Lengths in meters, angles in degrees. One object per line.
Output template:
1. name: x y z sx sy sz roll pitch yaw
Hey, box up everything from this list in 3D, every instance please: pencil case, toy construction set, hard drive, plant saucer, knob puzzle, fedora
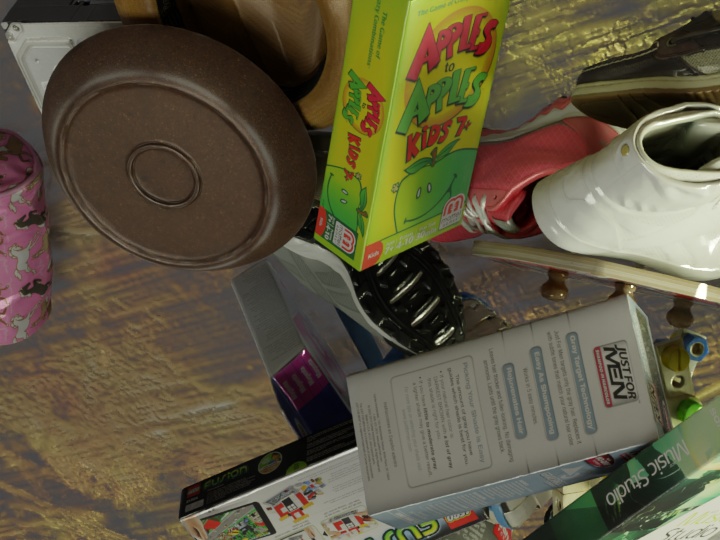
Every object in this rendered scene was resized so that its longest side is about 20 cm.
1. pencil case: -0.300 -0.027 1.465 0.083 0.086 0.201 44 147 27
2. toy construction set: 0.203 0.147 1.303 0.130 0.202 0.092 -7 179 -15
3. hard drive: -0.171 -0.115 1.338 0.139 0.038 0.201 3 134 23
4. plant saucer: -0.129 -0.072 1.214 0.199 0.035 0.201 10 131 11
5. knob puzzle: 0.169 0.013 1.214 0.218 0.031 0.220 13 179 0
6. fedora: -0.067 -0.187 1.174 0.199 0.082 0.202 14 136 14

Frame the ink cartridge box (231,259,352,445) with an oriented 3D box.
1. ink cartridge box: -0.020 0.113 1.399 0.043 0.200 0.197 -32 122 2

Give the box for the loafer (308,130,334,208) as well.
1. loafer: -0.070 -0.069 1.265 0.198 0.068 0.076 4 176 -1

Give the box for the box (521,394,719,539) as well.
1. box: 0.210 0.142 1.151 0.144 0.037 0.200 2 143 -45

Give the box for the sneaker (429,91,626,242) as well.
1. sneaker: 0.097 -0.056 1.228 0.199 0.087 0.074 -24 119 42

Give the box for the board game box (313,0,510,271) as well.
1. board game box: 0.034 -0.107 1.154 0.048 0.101 0.201 36 133 31

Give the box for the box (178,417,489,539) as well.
1. box: -0.019 0.169 1.292 0.199 0.035 0.110 -24 123 16

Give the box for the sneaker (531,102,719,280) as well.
1. sneaker: 0.219 -0.049 1.123 0.199 0.074 0.115 2 156 -36

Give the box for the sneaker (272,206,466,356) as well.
1. sneaker: 0.000 0.000 1.330 0.200 0.074 0.080 40 158 20

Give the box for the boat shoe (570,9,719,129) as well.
1. boat shoe: 0.223 -0.127 1.107 0.199 0.065 0.073 -2 162 37

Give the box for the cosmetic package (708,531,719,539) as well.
1. cosmetic package: 0.338 0.195 1.365 0.199 0.102 0.072 14 140 14

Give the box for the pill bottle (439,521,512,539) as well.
1. pill bottle: 0.061 0.233 1.467 0.113 0.201 0.114 14 138 12

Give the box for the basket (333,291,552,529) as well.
1. basket: 0.064 0.097 1.383 0.200 0.139 0.177 31 155 52

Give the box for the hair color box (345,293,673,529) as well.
1. hair color box: 0.097 0.095 1.167 0.199 0.100 0.061 -17 158 18
